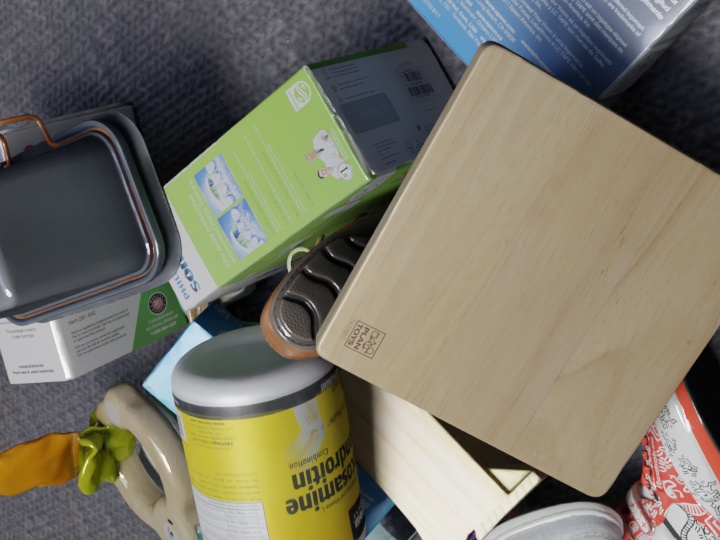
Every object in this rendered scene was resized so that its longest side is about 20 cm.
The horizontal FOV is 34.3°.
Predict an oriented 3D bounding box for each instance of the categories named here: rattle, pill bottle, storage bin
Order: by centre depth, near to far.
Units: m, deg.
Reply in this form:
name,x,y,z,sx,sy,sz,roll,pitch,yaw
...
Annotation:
name,x,y,z,sx,sy,sz,roll,pitch,yaw
pill bottle,-0.056,0.146,0.784,0.111,0.112,0.202,4,112,34
storage bin,-0.249,-0.026,0.801,0.199,0.134,0.147,-16,96,37
rattle,-0.182,0.200,0.927,0.130,0.142,0.201,-40,78,38

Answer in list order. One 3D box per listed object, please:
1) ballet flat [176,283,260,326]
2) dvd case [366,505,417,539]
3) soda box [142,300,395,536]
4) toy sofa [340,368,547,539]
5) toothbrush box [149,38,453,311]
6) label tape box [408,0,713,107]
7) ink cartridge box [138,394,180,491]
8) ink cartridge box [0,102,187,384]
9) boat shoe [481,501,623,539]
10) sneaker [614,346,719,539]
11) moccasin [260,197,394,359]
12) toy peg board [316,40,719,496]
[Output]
name,x,y,z,sx,sy,sz,roll,pitch,yaw
ballet flat,-0.109,0.039,0.949,0.065,0.070,0.202,-18,83,18
dvd case,-0.013,0.128,0.941,0.200,0.022,0.146,48,127,15
soda box,-0.061,0.116,0.873,0.200,0.064,0.068,40,105,-3
toy sofa,0.041,0.106,0.841,0.200,0.083,0.098,45,106,14
toothbrush box,-0.039,-0.066,0.814,0.200,0.145,0.087,-35,84,39
label tape box,0.139,-0.191,0.697,0.144,0.066,0.200,50,125,10
ink cartridge box,-0.100,0.187,0.984,0.200,0.059,0.104,42,139,20
ink cartridge box,-0.242,-0.025,0.974,0.083,0.144,0.202,-6,102,36
boat shoe,0.092,0.224,0.776,0.201,0.074,0.065,-34,41,16
sneaker,0.200,0.130,0.760,0.107,0.067,0.203,-27,92,36
moccasin,-0.001,-0.001,0.774,0.074,0.201,0.078,50,134,-7
toy peg board,0.104,-0.006,0.697,0.198,0.098,0.201,27,105,-10
